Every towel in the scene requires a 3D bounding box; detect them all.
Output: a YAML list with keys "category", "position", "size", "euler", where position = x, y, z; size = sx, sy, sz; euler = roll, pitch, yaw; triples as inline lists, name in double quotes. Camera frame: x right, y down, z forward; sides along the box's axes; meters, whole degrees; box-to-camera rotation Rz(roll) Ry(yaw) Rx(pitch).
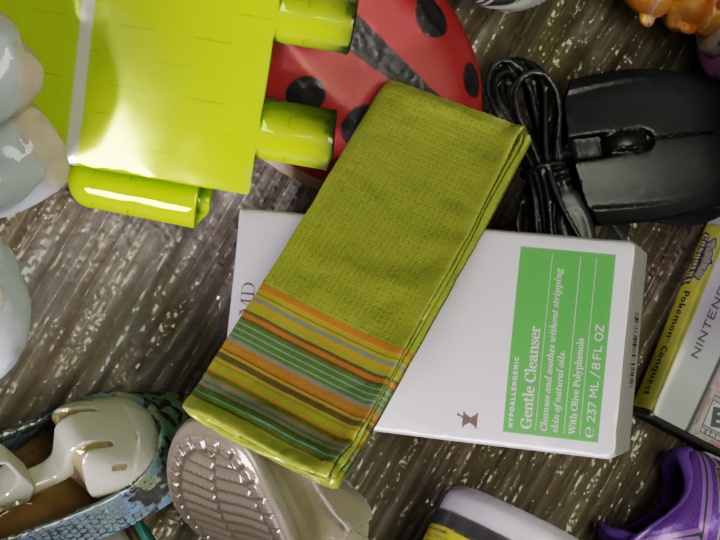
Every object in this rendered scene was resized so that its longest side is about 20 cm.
- category: "towel"
  position: [0.000, 0.000, 0.825]
  size: [0.201, 0.086, 0.018]
  euler: [-60, 158, -19]

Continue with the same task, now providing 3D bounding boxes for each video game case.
- category: "video game case"
  position: [0.279, 0.045, 1.084]
  size: [0.199, 0.025, 0.182]
  euler: [27, 82, -25]

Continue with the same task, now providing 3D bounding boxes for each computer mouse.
- category: "computer mouse"
  position: [0.162, -0.063, 0.972]
  size: [0.199, 0.053, 0.139]
  euler: [-12, 85, -43]

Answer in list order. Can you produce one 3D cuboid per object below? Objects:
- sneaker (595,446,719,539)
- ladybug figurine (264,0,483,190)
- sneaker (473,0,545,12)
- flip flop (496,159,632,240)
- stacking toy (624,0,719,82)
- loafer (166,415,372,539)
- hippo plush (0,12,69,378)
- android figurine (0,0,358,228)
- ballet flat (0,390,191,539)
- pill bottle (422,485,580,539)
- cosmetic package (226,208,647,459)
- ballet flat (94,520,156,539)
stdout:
- category: "sneaker"
  position: [0.160, 0.193, 1.025]
  size: [0.083, 0.081, 0.201]
  euler: [34, 71, -7]
- category: "ladybug figurine"
  position: [-0.008, -0.114, 0.908]
  size: [0.199, 0.072, 0.136]
  euler: [33, 79, -24]
- category: "sneaker"
  position: [0.058, -0.211, 0.892]
  size: [0.199, 0.075, 0.115]
  euler: [20, 126, -39]
- category: "flip flop"
  position: [0.097, -0.003, 0.980]
  size: [0.081, 0.057, 0.201]
  euler: [43, 60, -30]
- category: "stacking toy"
  position: [0.239, -0.136, 1.019]
  size: [0.199, 0.110, 0.117]
  euler: [17, 82, -15]
- category: "loafer"
  position: [-0.038, 0.125, 0.895]
  size: [0.068, 0.075, 0.201]
  euler: [-57, 146, -29]
- category: "hippo plush"
  position: [-0.210, -0.030, 0.742]
  size: [0.199, 0.161, 0.160]
  euler: [12, 119, -28]
- category: "android figurine"
  position: [-0.104, -0.108, 0.839]
  size: [0.199, 0.041, 0.183]
  euler: [9, 116, -1]
- category: "ballet flat"
  position: [-0.158, 0.101, 0.847]
  size: [0.199, 0.074, 0.075]
  euler: [-24, 104, -23]
- category: "pill bottle"
  position: [0.055, 0.228, 0.943]
  size: [0.112, 0.112, 0.201]
  euler: [31, 81, -24]
- category: "cosmetic package"
  position: [0.038, 0.031, 0.876]
  size: [0.199, 0.085, 0.108]
  euler: [4, 88, 13]
- category: "ballet flat"
  position: [-0.083, 0.215, 0.886]
  size: [0.064, 0.067, 0.200]
  euler: [-38, 89, -8]
